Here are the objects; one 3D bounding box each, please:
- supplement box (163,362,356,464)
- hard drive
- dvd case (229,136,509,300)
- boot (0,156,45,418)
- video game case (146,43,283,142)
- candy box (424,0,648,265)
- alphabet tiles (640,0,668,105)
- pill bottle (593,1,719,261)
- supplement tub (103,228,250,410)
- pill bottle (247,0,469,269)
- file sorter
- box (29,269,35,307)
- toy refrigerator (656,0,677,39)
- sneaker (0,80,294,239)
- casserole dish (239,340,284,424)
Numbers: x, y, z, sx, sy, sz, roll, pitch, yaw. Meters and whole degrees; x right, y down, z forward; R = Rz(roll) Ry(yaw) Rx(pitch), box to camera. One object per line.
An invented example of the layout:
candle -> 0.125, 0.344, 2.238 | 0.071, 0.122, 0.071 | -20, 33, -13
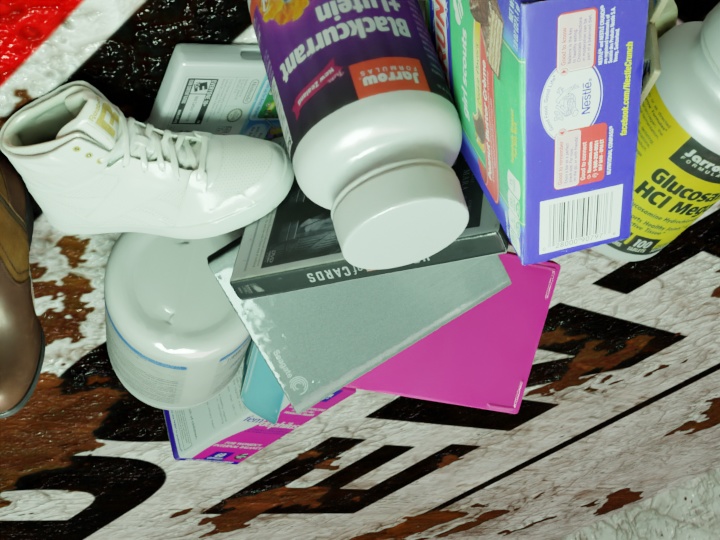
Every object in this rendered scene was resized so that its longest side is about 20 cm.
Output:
supplement box -> -0.116, 0.125, 1.271 | 0.199, 0.105, 0.100 | -35, 150, 30
hard drive -> 0.000, 0.000, 0.894 | 0.198, 0.141, 0.033 | -31, -163, -2
dvd case -> 0.012, -0.056, 0.816 | 0.197, 0.152, 0.025 | -11, 134, 23
boot -> -0.260, -0.018, 0.771 | 0.067, 0.192, 0.201 | 2, 156, 0
video game case -> -0.082, -0.104, 0.911 | 0.179, 0.024, 0.200 | -5, 151, -28
candy box -> 0.096, -0.136, 0.695 | 0.076, 0.201, 0.171 | -11, 130, -6
alphabet tiles -> 0.156, -0.174, 0.720 | 0.006, 0.203, 0.167 | 5, 152, -6
pill bottle -> 0.231, -0.102, 0.835 | 0.111, 0.114, 0.200 | -3, 152, -29
supplement tub -> -0.154, 0.037, 0.994 | 0.130, 0.134, 0.200 | -10, 164, -16
pill bottle -> 0.001, -0.109, 0.740 | 0.109, 0.203, 0.112 | -14, 156, -7
file sorter -> 0.051, 0.027, 1.045 | 0.197, 0.125, 0.141 | 11, 103, -19
box -> -0.357, 0.014, 0.902 | 0.196, 0.079, 0.095 | -11, 156, -16
toy refrigerator -> 0.203, -0.167, 0.910 | 0.069, 0.077, 0.200 | -19, 155, 3
sneaker -> -0.152, -0.079, 0.813 | 0.196, 0.075, 0.116 | -6, 150, 10
casserole dish -> -0.072, 0.039, 1.020 | 0.038, 0.122, 0.203 | 11, 120, -7
